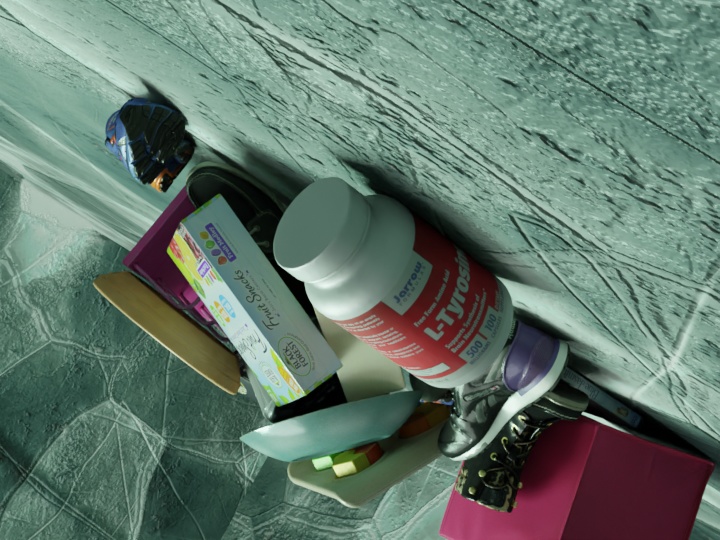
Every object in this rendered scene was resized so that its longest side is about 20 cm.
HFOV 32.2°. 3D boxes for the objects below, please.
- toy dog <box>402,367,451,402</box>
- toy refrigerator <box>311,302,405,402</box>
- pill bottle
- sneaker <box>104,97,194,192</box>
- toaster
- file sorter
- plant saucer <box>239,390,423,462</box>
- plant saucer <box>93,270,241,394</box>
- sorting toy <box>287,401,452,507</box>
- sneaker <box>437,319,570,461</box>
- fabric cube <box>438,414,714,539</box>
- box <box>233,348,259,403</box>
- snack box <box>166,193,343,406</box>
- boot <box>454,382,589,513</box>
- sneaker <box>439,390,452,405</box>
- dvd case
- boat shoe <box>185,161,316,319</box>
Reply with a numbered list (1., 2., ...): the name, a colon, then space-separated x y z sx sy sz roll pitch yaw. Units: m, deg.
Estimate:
1. toy dog: 0.091 0.076 1.322 0.096 0.132 0.200 -10 172 4
2. toy refrigerator: -0.010 0.040 1.206 0.200 0.070 0.076 73 -177 -52
3. pill bottle: 0.027 0.009 1.037 0.200 0.112 0.112 35 171 -35
4. sneaker: -0.219 -0.128 1.224 0.078 0.075 0.200 33 171 2
5. toaster: -0.047 0.092 1.404 0.200 0.114 0.129 3 -130 -49
6. file sorter: -0.145 0.006 1.457 0.125 0.139 0.200 40 179 35
7. plant saucer: -0.026 0.170 1.316 0.200 0.039 0.201 -14 170 -2
8. plant saucer: -0.207 0.062 1.382 0.200 0.037 0.200 39 176 3
9. sorting toy: 0.021 0.193 1.406 0.037 0.185 0.200 65 161 -11
10. sneaker: 0.118 0.112 1.249 0.087 0.076 0.200 29 131 -11
11. fabric cube: 0.248 0.265 1.442 0.200 0.197 0.199 22 176 -32
12. box: -0.049 0.094 1.545 0.161 0.200 0.049 23 146 31
13. snack box: -0.108 0.034 1.222 0.200 0.053 0.142 54 163 0
14. boot: 0.167 0.183 1.332 0.073 0.151 0.200 21 176 -17
15. sneaker: 0.106 0.146 1.576 0.075 0.079 0.200 26 -175 2
16. dvd case: 0.207 0.115 1.404 0.200 0.018 0.143 33 171 -23
17. boat shoe: -0.104 -0.031 1.289 0.200 0.072 0.068 48 -160 -16
